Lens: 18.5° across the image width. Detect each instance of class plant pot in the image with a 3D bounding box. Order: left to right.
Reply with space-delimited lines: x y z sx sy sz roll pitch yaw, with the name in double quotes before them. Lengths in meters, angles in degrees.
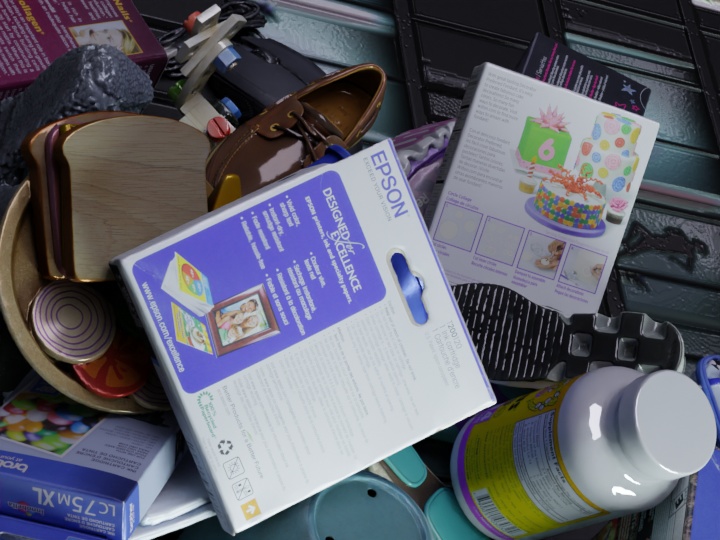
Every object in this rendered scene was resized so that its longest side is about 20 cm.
"plant pot" -0.022 0.210 1.506 0.200 0.135 0.200 16 47 -19

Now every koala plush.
"koala plush" -0.181 -0.034 1.617 0.200 0.184 0.177 27 53 -38

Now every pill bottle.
"pill bottle" 0.158 0.128 1.564 0.104 0.200 0.104 12 69 -31

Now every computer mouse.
"computer mouse" -0.070 -0.149 1.831 0.200 0.053 0.138 47 44 10

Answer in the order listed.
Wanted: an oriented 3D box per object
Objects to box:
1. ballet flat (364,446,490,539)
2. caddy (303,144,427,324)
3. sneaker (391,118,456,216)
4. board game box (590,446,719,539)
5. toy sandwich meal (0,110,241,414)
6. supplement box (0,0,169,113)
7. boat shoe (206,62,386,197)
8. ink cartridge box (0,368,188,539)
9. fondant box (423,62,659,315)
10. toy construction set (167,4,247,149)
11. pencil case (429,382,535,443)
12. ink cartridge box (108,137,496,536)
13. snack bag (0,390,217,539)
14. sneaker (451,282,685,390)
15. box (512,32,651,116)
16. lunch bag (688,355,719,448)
"ballet flat" 0.033 0.173 1.623 0.200 0.062 0.067 54 33 5
"caddy" 0.000 0.000 1.559 0.105 0.200 0.141 -29 59 -9
"sneaker" 0.034 -0.052 1.796 0.200 0.080 0.088 -43 108 -39
"board game box" 0.219 0.247 1.573 0.097 0.200 0.159 27 46 -11
"toy sandwich meal" -0.146 -0.007 1.448 0.205 0.070 0.205 7 77 -31
"supplement box" -0.271 -0.164 1.686 0.200 0.103 0.131 -14 61 -37
"boat shoe" -0.049 -0.095 1.618 0.072 0.068 0.200 47 48 -1
"ink cartridge box" -0.185 0.118 1.446 0.119 0.042 0.200 11 32 12
"fondant box" 0.128 -0.043 1.703 0.144 0.058 0.200 19 91 -6
"toy construction set" -0.094 -0.103 1.717 0.092 0.131 0.200 -27 79 -5
"pencil case" 0.088 0.094 1.702 0.200 0.085 0.092 16 20 -20
"ink cartridge box" -0.036 0.041 1.438 0.200 0.043 0.198 -25 102 -15
"snack bag" -0.191 0.130 1.484 0.200 0.021 0.189 -19 36 -34
"sneaker" 0.142 0.063 1.645 0.200 0.089 0.074 12 75 15
"box" 0.147 -0.078 1.848 0.115 0.132 0.200 28 44 -4
"lunch bag" 0.352 0.144 1.831 0.200 0.076 0.160 10 48 -26
